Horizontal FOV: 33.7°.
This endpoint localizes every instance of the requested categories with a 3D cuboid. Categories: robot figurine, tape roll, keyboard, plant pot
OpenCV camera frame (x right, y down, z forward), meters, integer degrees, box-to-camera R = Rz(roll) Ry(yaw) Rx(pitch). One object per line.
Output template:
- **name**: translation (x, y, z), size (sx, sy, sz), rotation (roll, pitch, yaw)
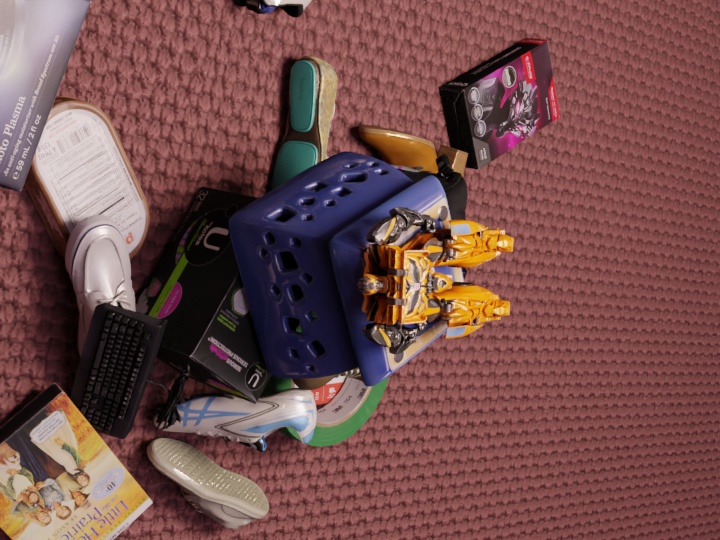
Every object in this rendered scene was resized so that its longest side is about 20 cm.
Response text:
- **robot figurine**: translation (0.076, 0.008, 1.204), size (0.199, 0.058, 0.147), rotation (-6, 100, -47)
- **tape roll**: translation (-0.046, 0.120, 1.512), size (0.199, 0.048, 0.202), rotation (-13, 109, -41)
- **keyboard**: translation (-0.245, 0.120, 1.295), size (0.126, 0.021, 0.201), rotation (17, 133, -10)
- **plant pot**: translation (0.000, 0.000, 1.297), size (0.199, 0.179, 0.202), rotation (-33, 120, -38)

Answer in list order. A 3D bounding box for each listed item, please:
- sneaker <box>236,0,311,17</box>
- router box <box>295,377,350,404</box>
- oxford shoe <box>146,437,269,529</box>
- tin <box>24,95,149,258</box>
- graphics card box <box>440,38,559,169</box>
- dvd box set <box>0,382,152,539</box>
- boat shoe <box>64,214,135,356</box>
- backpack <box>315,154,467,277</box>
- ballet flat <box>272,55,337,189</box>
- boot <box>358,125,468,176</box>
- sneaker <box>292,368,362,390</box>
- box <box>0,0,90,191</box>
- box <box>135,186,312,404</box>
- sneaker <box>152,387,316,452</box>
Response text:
- **sneaker**: translation (-0.108, -0.364, 1.374), size (0.199, 0.080, 0.116), rotation (46, 67, -42)
- **router box**: translation (-0.065, 0.083, 1.553), size (0.199, 0.049, 0.181), rotation (-4, 103, -43)
- **oxford shoe**: translation (-0.194, 0.269, 1.469), size (0.058, 0.075, 0.200), rotation (-38, 132, 15)
- **tin**: translation (-0.299, -0.091, 1.291), size (0.112, 0.042, 0.201), rotation (-37, 124, -27)
- **graphics card box**: translation (0.207, -0.245, 1.731), size (0.199, 0.051, 0.126), rotation (-32, 121, -33)
- **dvd box set**: translation (-0.339, 0.243, 1.327), size (0.146, 0.029, 0.201), rotation (-41, 127, -17)
- **boat shoe**: translation (-0.272, 0.036, 1.293), size (0.073, 0.065, 0.201), rotation (-21, 131, -27)
- **backpack**: translation (0.030, -0.058, 1.512), size (0.198, 0.127, 0.168), rotation (6, 68, -19)
- **ballet flat**: translation (-0.063, -0.164, 1.484), size (0.070, 0.070, 0.202), rotation (1, 100, -44)
- **boot**: translation (0.061, -0.111, 1.613), size (0.200, 0.071, 0.145), rotation (12, 98, -40)
- **sneaker**: translation (-0.006, 0.104, 1.454), size (0.200, 0.067, 0.091), rotation (-44, 128, -42)
- **box**: translation (-0.387, -0.202, 1.099), size (0.198, 0.123, 0.202), rotation (20, 89, -49)
- **box**: translation (-0.154, 0.026, 1.381), size (0.124, 0.148, 0.201), rotation (43, 69, -42)
- **sneaker**: translation (-0.150, 0.179, 1.407), size (0.072, 0.198, 0.073), rotation (48, 39, -78)
